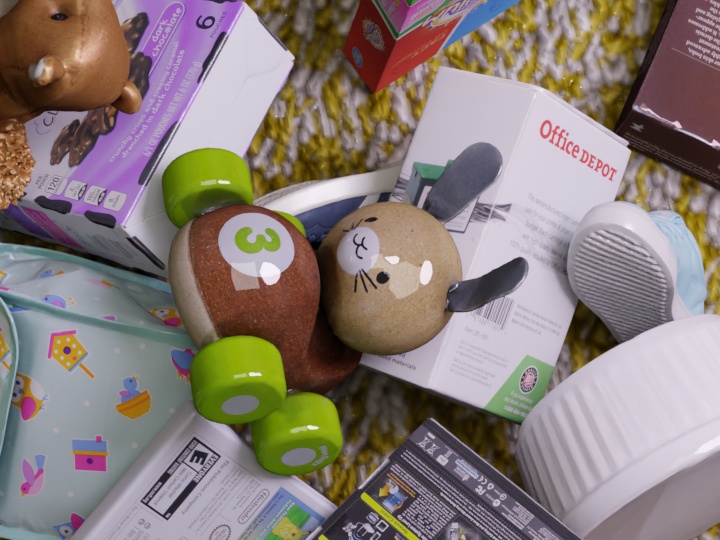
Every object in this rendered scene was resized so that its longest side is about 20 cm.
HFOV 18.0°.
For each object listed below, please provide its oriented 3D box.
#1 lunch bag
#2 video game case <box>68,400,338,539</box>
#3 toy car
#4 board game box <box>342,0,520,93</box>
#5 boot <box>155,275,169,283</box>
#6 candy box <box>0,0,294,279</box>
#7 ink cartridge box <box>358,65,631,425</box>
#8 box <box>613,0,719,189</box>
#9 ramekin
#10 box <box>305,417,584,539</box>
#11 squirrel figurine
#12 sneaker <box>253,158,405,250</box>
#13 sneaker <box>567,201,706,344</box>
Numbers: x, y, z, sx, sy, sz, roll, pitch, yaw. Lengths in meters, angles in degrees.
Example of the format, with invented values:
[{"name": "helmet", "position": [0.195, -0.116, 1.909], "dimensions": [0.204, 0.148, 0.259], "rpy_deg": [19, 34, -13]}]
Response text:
[{"name": "lunch bag", "position": [-0.195, 0.081, 1.432], "dimensions": [0.199, 0.122, 0.172], "rpy_deg": [13, 109, 3]}, {"name": "video game case", "position": [-0.103, 0.204, 1.409], "dimensions": [0.182, 0.022, 0.200], "rpy_deg": [39, 94, -28]}, {"name": "toy car", "position": [0.000, 0.000, 1.354], "dimensions": [0.199, 0.158, 0.165], "rpy_deg": [-21, 56, 15]}, {"name": "board game box", "position": [0.071, -0.203, 1.520], "dimensions": [0.153, 0.200, 0.040], "rpy_deg": [-33, 82, -13]}, {"name": "boot", "position": [-0.101, -0.012, 1.510], "dimensions": [0.075, 0.074, 0.201], "rpy_deg": [-25, 78, 1]}, {"name": "candy box", "position": [-0.168, -0.101, 1.477], "dimensions": [0.199, 0.072, 0.169], "rpy_deg": [15, 70, 37]}, {"name": "ink cartridge box", "position": [0.082, -0.014, 1.473], "dimensions": [0.084, 0.146, 0.201], "rpy_deg": [18, 86, 34]}, {"name": "box", "position": [0.263, -0.167, 1.602], "dimensions": [0.100, 0.075, 0.201], "rpy_deg": [25, 72, -1]}, {"name": "ramekin", "position": [0.190, 0.110, 1.462], "dimensions": [0.201, 0.203, 0.095], "rpy_deg": [-25, 69, -13]}, {"name": "box", "position": [0.054, 0.201, 1.341], "dimensions": [0.160, 0.044, 0.200], "rpy_deg": [-45, 50, -11]}, {"name": "squirrel figurine", "position": [-0.227, -0.106, 1.396], "dimensions": [0.186, 0.141, 0.201], "rpy_deg": [10, 83, 31]}, {"name": "sneaker", "position": [0.006, -0.024, 1.514], "dimensions": [0.199, 0.075, 0.085], "rpy_deg": [-14, 95, -27]}, {"name": "sneaker", "position": [0.183, -0.012, 1.499], "dimensions": [0.073, 0.200, 0.082], "rpy_deg": [2, 66, 18]}]
